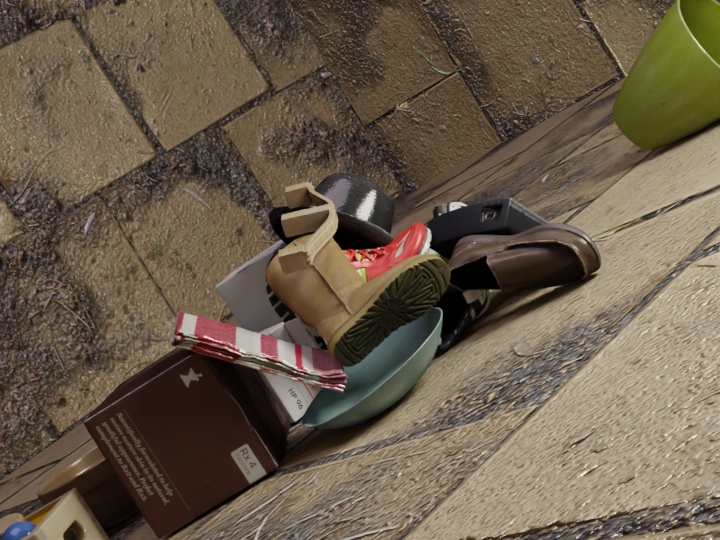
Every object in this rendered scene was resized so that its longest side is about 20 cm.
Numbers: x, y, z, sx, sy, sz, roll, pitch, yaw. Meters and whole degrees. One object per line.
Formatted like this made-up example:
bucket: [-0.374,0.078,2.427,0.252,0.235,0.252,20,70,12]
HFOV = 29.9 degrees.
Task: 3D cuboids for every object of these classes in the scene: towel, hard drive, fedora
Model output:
towel: [-0.113,0.088,1.533,0.144,0.199,0.023,-120,46,-80]
hard drive: [0.171,-0.031,1.655,0.200,0.135,0.042,-14,49,63]
fedora: [-0.020,-0.070,1.796,0.200,0.200,0.092,-21,43,64]

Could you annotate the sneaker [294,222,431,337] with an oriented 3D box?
sneaker: [0.000,0.000,1.681,0.200,0.085,0.077,-38,18,0]

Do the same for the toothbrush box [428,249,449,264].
toothbrush box: [0.074,0.037,1.801,0.145,0.086,0.200,-30,4,15]

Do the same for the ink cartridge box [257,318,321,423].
ink cartridge box: [-0.119,0.142,1.775,0.068,0.116,0.200,-36,6,-33]

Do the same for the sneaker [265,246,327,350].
sneaker: [-0.054,0.056,1.799,0.074,0.200,0.080,-34,-5,41]

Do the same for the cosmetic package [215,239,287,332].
cosmetic package: [-0.096,0.067,1.879,0.113,0.200,0.081,-29,6,24]

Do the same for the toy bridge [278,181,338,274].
toy bridge: [-0.062,-0.060,1.638,0.067,0.027,0.200,-13,27,7]

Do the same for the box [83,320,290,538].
box: [-0.198,0.182,1.601,0.164,0.166,0.200,-31,5,6]

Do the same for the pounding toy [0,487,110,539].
pounding toy: [-0.392,0.328,1.511,0.184,0.142,0.200,-31,6,8]

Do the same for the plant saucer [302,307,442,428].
plant saucer: [0.023,0.120,1.507,0.201,0.039,0.201,-38,10,8]

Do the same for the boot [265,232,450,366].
boot: [-0.009,0.003,1.580,0.175,0.066,0.200,-37,38,-4]

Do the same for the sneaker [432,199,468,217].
sneaker: [0.120,-0.032,1.997,0.076,0.116,0.200,-27,8,44]

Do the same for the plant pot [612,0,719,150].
plant pot: [0.475,-0.275,2.004,0.200,0.187,0.187,-47,-5,38]

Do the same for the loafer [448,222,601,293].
loafer: [0.180,-0.001,1.529,0.200,0.073,0.071,-8,31,43]

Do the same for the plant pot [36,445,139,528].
plant pot: [-0.329,0.283,1.831,0.200,0.093,0.201,-32,6,4]

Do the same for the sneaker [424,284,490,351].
sneaker: [0.061,0.066,1.623,0.199,0.080,0.130,-21,-2,8]
